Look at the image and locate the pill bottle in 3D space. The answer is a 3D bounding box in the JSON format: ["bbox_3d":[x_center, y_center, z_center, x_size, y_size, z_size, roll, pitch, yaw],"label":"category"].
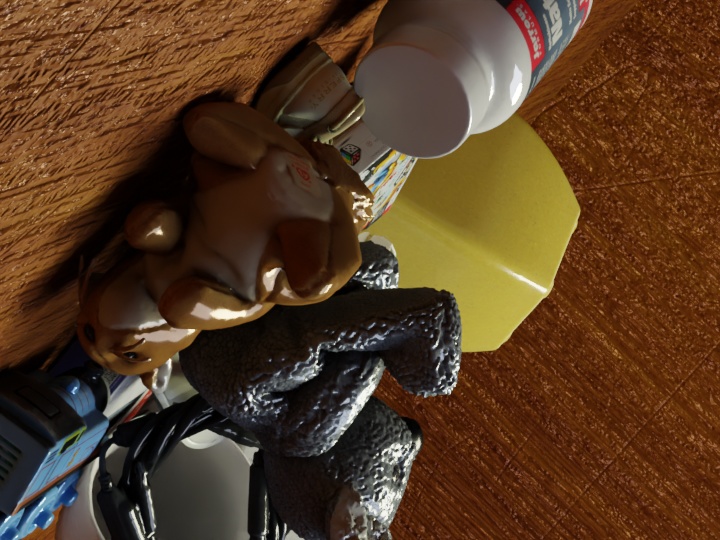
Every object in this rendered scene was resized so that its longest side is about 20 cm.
[{"bbox_3d":[0.078,-0.166,1.552,0.120,0.119,0.200,-51,180,44],"label":"pill bottle"}]

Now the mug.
[{"bbox_3d":[-0.166,0.196,1.801,0.201,0.147,0.175,-63,-172,-33],"label":"mug"}]

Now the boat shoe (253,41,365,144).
[{"bbox_3d":[-0.043,-0.091,1.548,0.073,0.063,0.201,-45,175,-25],"label":"boat shoe"}]

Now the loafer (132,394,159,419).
[{"bbox_3d":[-0.194,0.119,1.899,0.070,0.070,0.200,-45,175,-19],"label":"loafer"}]

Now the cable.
[{"bbox_3d":[-0.113,0.167,1.637,0.163,0.051,0.201,-33,131,-19],"label":"cable"}]

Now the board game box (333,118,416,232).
[{"bbox_3d":[-0.006,-0.067,1.733,0.126,0.035,0.200,-40,171,-26],"label":"board game box"}]

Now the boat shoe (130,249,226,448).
[{"bbox_3d":[-0.139,0.046,1.601,0.073,0.062,0.201,-24,135,-10],"label":"boat shoe"}]

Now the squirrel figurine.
[{"bbox_3d":[-0.092,-0.005,1.420,0.187,0.142,0.200,-42,175,24],"label":"squirrel figurine"}]

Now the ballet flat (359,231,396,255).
[{"bbox_3d":[0.000,0.000,1.746,0.071,0.071,0.200,-47,177,2],"label":"ballet flat"}]

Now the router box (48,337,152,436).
[{"bbox_3d":[-0.215,0.105,1.719,0.200,0.049,0.179,-49,175,24],"label":"router box"}]

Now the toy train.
[{"bbox_3d":[-0.232,0.123,1.525,0.114,0.087,0.200,-55,173,16],"label":"toy train"}]

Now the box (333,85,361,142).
[{"bbox_3d":[-0.011,-0.120,1.751,0.041,0.039,0.200,-49,175,16],"label":"box"}]

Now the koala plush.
[{"bbox_3d":[-0.026,0.109,1.535,0.183,0.201,0.177,-16,-158,-16],"label":"koala plush"}]

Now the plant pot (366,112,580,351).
[{"bbox_3d":[0.083,-0.039,2.019,0.194,0.199,0.196,-53,-172,50],"label":"plant pot"}]

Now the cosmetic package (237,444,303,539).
[{"bbox_3d":[-0.066,0.122,1.853,0.108,0.084,0.201,-114,-145,-62],"label":"cosmetic package"}]
